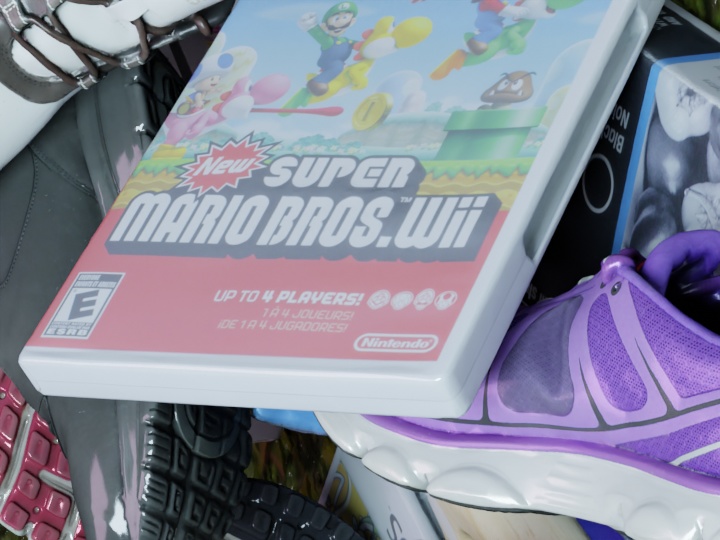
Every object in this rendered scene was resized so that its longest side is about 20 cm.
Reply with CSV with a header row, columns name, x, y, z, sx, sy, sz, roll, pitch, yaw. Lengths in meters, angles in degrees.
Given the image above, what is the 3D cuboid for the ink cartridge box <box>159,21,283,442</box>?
name,x,y,z,sx,sy,sz,roll,pitch,yaw
ink cartridge box,-0.108,-0.041,1.061,0.148,0.144,0.201,113,142,-46

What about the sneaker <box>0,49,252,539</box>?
name,x,y,z,sx,sy,sz,roll,pitch,yaw
sneaker,-0.091,0.020,0.883,0.076,0.090,0.201,50,-152,-55

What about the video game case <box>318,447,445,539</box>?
name,x,y,z,sx,sy,sz,roll,pitch,yaw
video game case,0.014,0.181,0.994,0.182,0.023,0.201,61,145,40

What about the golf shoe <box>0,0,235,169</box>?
name,x,y,z,sx,sy,sz,roll,pitch,yaw
golf shoe,-0.092,-0.091,0.839,0.200,0.078,0.094,-56,42,0

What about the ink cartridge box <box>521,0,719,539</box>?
name,x,y,z,sx,sy,sz,roll,pitch,yaw
ink cartridge box,0.100,0.039,0.774,0.198,0.043,0.201,43,133,53

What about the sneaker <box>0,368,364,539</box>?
name,x,y,z,sx,sy,sz,roll,pitch,yaw
sneaker,-0.085,0.086,0.962,0.200,0.081,0.075,41,161,-14

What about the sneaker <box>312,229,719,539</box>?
name,x,y,z,sx,sy,sz,roll,pitch,yaw
sneaker,0.069,0.028,0.714,0.199,0.080,0.084,8,90,45

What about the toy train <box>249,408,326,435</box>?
name,x,y,z,sx,sy,sz,roll,pitch,yaw
toy train,0.000,0.000,0.877,0.200,0.086,0.115,171,99,-83

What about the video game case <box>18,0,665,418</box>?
name,x,y,z,sx,sy,sz,roll,pitch,yaw
video game case,0.003,-0.040,0.761,0.142,0.200,0.017,1,136,33

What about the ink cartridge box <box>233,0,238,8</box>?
name,x,y,z,sx,sy,sz,roll,pitch,yaw
ink cartridge box,-0.132,-0.162,0.946,0.145,0.199,0.085,87,174,-49

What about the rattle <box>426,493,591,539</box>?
name,x,y,z,sx,sy,sz,roll,pitch,yaw
rattle,0.040,0.142,0.780,0.200,0.142,0.131,-128,29,-56
